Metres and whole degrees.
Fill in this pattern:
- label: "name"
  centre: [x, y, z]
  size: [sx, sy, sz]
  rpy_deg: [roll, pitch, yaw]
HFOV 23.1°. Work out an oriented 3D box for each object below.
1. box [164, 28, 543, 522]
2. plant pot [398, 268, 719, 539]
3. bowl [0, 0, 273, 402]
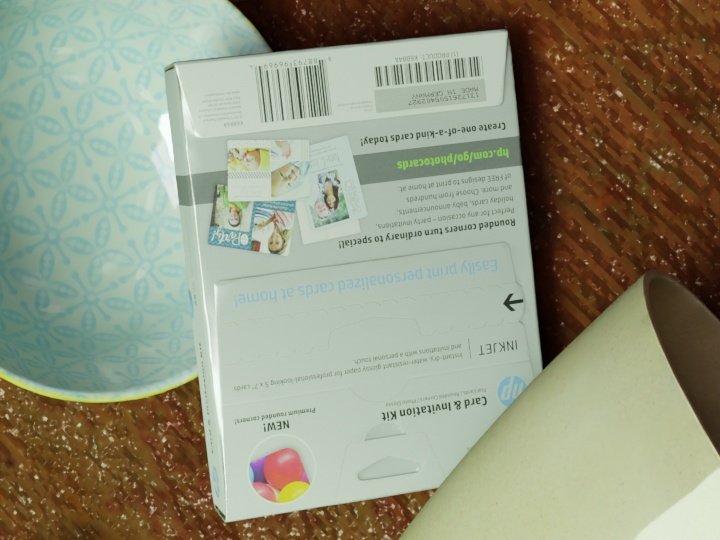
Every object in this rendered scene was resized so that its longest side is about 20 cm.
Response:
- label: "box"
  centre: [0.000, 0.000, 0.794]
  size: [0.154, 0.041, 0.202]
  rpy_deg: [-8, 94, -13]
- label: "plant pot"
  centre: [0.095, 0.134, 0.737]
  size: [0.199, 0.187, 0.188]
  rpy_deg: [-37, 84, 19]
- label: "bowl"
  centre: [-0.135, -0.043, 0.823]
  size: [0.107, 0.198, 0.202]
  rpy_deg: [3, 100, 61]
